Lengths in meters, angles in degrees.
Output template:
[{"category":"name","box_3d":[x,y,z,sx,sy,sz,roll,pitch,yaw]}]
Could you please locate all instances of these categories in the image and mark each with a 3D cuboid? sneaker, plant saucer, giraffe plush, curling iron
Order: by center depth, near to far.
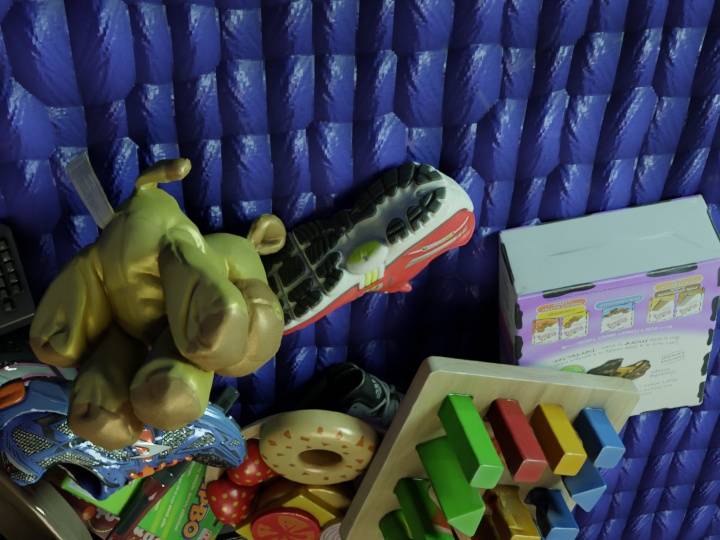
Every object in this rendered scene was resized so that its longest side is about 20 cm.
[{"category":"giraffe plush","box_3d":[-0.122,0.023,1.058,0.172,0.202,0.162,-23,159,25]},{"category":"sneaker","box_3d":[-0.176,0.131,1.101,0.199,0.079,0.075,10,161,-28]},{"category":"sneaker","box_3d":[0.000,0.000,1.122,0.199,0.077,0.085,-29,144,20]},{"category":"sneaker","box_3d":[-0.243,0.073,1.154,0.200,0.087,0.080,36,164,-26]},{"category":"plant saucer","box_3d":[-0.285,0.178,1.207,0.029,0.199,0.201,-48,150,-25]},{"category":"curling iron","box_3d":[-0.160,0.183,1.250,0.049,0.201,0.026,34,167,-13]},{"category":"sneaker","box_3d":[0.036,0.127,1.285,0.199,0.076,0.116,-10,144,1]}]

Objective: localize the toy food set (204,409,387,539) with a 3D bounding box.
[{"category":"toy food set","box_3d":[-0.034,0.189,1.277,0.199,0.049,0.198,-34,125,31]}]

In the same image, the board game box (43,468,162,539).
[{"category":"board game box","box_3d":[-0.192,0.188,1.296,0.103,0.019,0.200,-53,140,-11]}]

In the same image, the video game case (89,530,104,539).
[{"category":"video game case","box_3d":[-0.309,0.289,1.315,0.199,0.182,0.022,-24,108,20]}]

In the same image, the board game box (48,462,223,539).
[{"category":"board game box","box_3d":[-0.170,0.172,1.276,0.096,0.030,0.200,-58,138,-8]}]

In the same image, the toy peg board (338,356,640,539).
[{"category":"toy peg board","box_3d":[0.115,0.185,1.209,0.198,0.098,0.201,8,125,-25]}]

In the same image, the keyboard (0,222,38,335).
[{"category":"keyboard","box_3d":[-0.320,0.055,1.076,0.199,0.128,0.021,-20,-179,11]}]

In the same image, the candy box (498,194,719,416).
[{"category":"candy box","box_3d":[0.199,0.042,1.228,0.166,0.072,0.201,-10,141,-3]}]

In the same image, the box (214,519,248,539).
[{"category":"box","box_3d":[-0.180,0.292,1.451,0.198,0.050,0.158,-14,142,2]}]
